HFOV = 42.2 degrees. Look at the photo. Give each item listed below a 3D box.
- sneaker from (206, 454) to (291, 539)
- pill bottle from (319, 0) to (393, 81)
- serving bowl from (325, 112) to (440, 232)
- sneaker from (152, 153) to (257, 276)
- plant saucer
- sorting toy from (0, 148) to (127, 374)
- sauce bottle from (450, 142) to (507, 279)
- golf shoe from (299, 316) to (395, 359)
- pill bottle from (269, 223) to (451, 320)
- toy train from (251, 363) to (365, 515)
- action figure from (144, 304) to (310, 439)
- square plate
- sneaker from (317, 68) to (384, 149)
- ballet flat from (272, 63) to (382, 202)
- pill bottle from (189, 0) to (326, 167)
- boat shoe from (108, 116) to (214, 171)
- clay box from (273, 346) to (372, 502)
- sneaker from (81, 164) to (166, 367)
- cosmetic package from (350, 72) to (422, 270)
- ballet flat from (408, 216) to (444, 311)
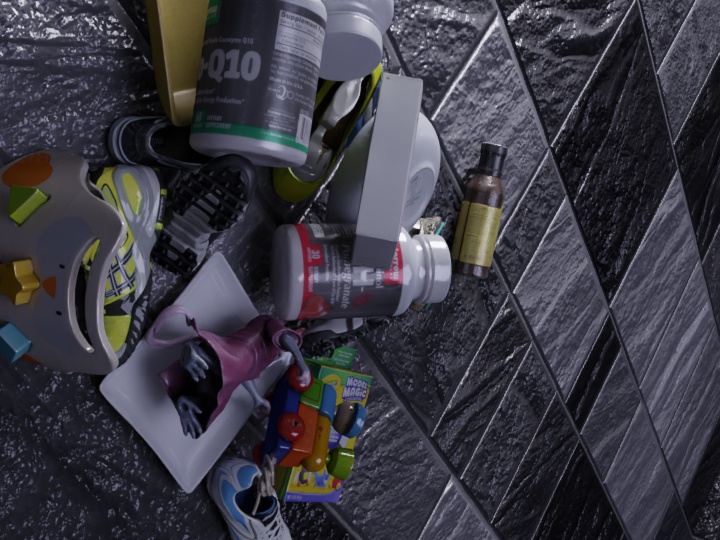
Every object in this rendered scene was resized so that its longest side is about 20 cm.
[{"bbox_3d":[-0.123,0.300,1.131,0.072,0.072,0.201,-51,137,-31],"label":"sneaker"},{"bbox_3d":[-0.021,-0.308,0.985,0.112,0.111,0.202,31,52,-51],"label":"pill bottle"},{"bbox_3d":[0.043,-0.104,1.173,0.200,0.066,0.201,-43,149,-34],"label":"serving bowl"},{"bbox_3d":[-0.147,-0.073,0.924,0.066,0.200,0.091,36,53,-10],"label":"sneaker"},{"bbox_3d":[-0.147,-0.260,0.930,0.200,0.048,0.202,-29,121,-52],"label":"plant saucer"},{"bbox_3d":[-0.256,0.005,0.785,0.106,0.179,0.202,-5,104,-51],"label":"sorting toy"},{"bbox_3d":[0.182,-0.089,1.399,0.064,0.064,0.202,9,96,-52],"label":"sauce bottle"},{"bbox_3d":[-0.026,0.047,1.177,0.200,0.077,0.095,-24,87,-58],"label":"golf shoe"},{"bbox_3d":[0.000,0.000,1.094,0.198,0.111,0.112,-2,105,-18],"label":"pill bottle"},{"bbox_3d":[-0.059,0.213,1.072,0.115,0.085,0.201,25,42,-16],"label":"toy train"},{"bbox_3d":[-0.136,0.094,1.014,0.149,0.134,0.200,50,35,3],"label":"action figure"},{"bbox_3d":[-0.180,0.113,1.036,0.198,0.028,0.201,-52,136,-27],"label":"square plate"},{"bbox_3d":[-0.013,-0.241,1.106,0.082,0.074,0.202,-15,121,-46],"label":"sneaker"},{"bbox_3d":[-0.041,-0.159,1.045,0.066,0.067,0.201,30,107,-13],"label":"ballet flat"},{"bbox_3d":[-0.093,-0.205,0.878,0.113,0.112,0.202,10,88,-52],"label":"pill bottle"},{"bbox_3d":[-0.158,-0.128,0.955,0.199,0.071,0.073,-17,114,-48],"label":"boat shoe"},{"bbox_3d":[-0.050,0.196,1.209,0.115,0.047,0.202,19,87,-52],"label":"clay box"},{"bbox_3d":[-0.243,-0.005,0.902,0.076,0.075,0.202,7,93,-31],"label":"sneaker"},{"bbox_3d":[0.030,-0.109,1.032,0.083,0.050,0.202,96,3,-68],"label":"cosmetic package"},{"bbox_3d":[0.070,-0.024,1.259,0.201,0.075,0.068,-75,-169,-54],"label":"ballet flat"}]
